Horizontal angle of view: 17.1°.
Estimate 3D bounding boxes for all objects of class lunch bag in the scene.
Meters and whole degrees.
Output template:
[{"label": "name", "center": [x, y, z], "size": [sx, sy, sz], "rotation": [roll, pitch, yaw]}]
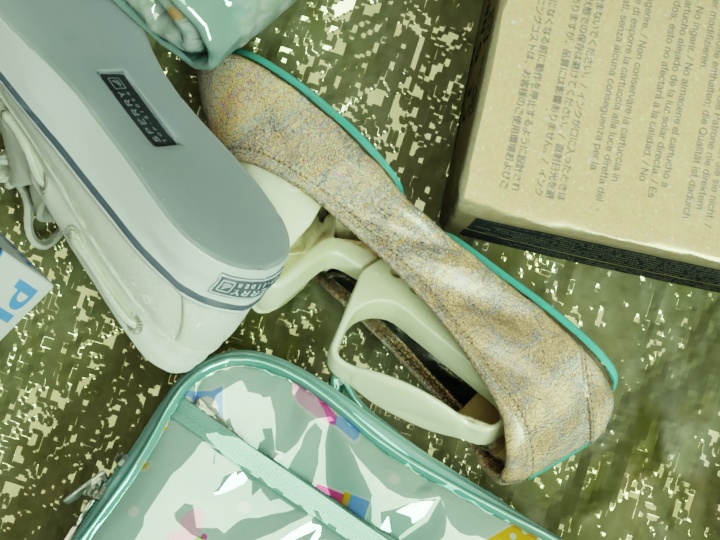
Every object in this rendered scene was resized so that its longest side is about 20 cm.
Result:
[{"label": "lunch bag", "center": [-0.014, 0.126, 0.838], "size": [0.200, 0.077, 0.161], "rotation": [33, 84, 0]}]

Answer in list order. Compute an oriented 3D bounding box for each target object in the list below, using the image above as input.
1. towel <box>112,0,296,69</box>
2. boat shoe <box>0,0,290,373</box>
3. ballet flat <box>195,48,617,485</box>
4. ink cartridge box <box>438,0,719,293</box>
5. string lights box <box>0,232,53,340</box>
[{"label": "towel", "center": [-0.066, -0.192, 0.864], "size": [0.200, 0.048, 0.171], "rotation": [45, 69, 2]}, {"label": "boat shoe", "center": [-0.104, -0.043, 0.852], "size": [0.202, 0.075, 0.086], "rotation": [51, 124, 24]}, {"label": "ballet flat", "center": [0.000, 0.000, 0.842], "size": [0.200, 0.068, 0.067], "rotation": [40, 67, 14]}, {"label": "ink cartridge box", "center": [0.128, -0.097, 0.871], "size": [0.164, 0.075, 0.200], "rotation": [13, 83, -3]}, {"label": "string lights box", "center": [-0.193, -0.008, 0.738], "size": [0.103, 0.200, 0.059], "rotation": [-49, 56, -1]}]
